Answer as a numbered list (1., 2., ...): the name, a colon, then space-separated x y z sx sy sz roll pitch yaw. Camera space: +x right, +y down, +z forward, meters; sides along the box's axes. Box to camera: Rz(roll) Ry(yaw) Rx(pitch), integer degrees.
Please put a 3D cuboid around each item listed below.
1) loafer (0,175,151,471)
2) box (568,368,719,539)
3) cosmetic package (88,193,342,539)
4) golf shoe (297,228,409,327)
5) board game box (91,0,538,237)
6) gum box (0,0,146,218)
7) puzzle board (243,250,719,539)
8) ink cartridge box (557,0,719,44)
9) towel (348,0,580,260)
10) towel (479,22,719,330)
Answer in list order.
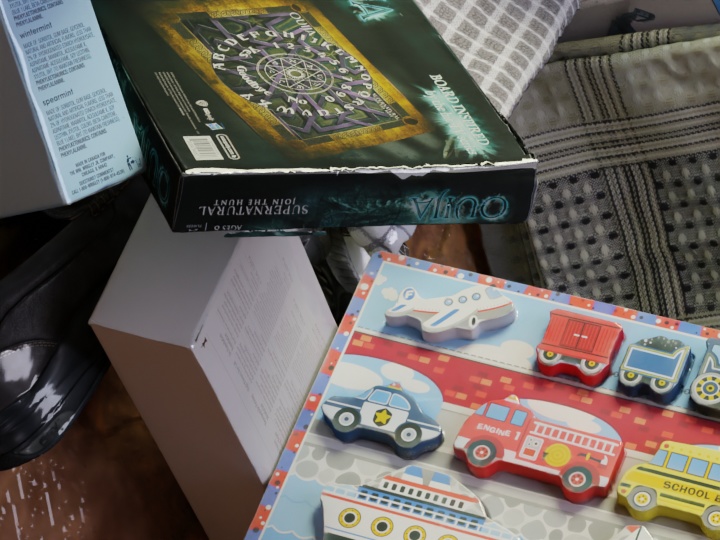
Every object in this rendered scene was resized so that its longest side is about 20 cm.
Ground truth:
1. loafer: -0.118 -0.017 1.188 0.072 0.073 0.200 47 47 -27
2. box: 0.095 0.140 1.264 0.200 0.193 0.122 69 33 -52
3. cosmetic package: -0.048 0.043 1.205 0.200 0.051 0.083 69 38 -55
4. golf shoe: 0.000 0.000 1.322 0.200 0.078 0.095 58 43 -26
5. board game box: -0.032 -0.076 1.103 0.135 0.200 0.028 -2 122 -21
6. gum box: -0.177 -0.111 1.056 0.045 0.170 0.200 -26 102 -45
7. puzzle board: 0.070 0.072 1.174 0.017 0.200 0.151 75 33 -53
8. ink cartridge box: 0.176 -0.074 1.427 0.176 0.200 0.045 58 44 -24
9. towel: 0.005 -0.123 1.296 0.166 0.086 0.200 47 32 -10
10. towel: 0.144 -0.018 1.399 0.035 0.200 0.193 -39 118 -54
